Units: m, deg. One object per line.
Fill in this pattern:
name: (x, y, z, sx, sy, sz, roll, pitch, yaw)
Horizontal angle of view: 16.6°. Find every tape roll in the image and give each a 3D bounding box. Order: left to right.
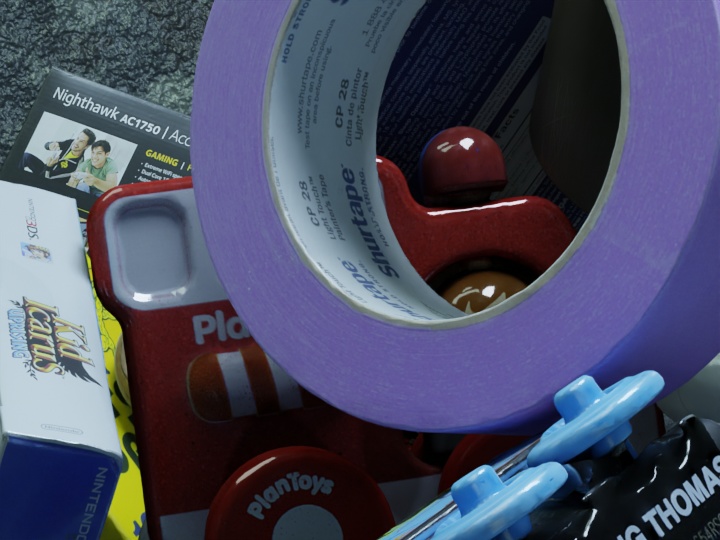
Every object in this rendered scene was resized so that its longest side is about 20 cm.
tape roll: (0.041, -0.048, 0.791, 0.199, 0.201, 0.065, -27, -18, 31)

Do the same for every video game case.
video game case: (-0.138, 0.097, 0.887, 0.045, 0.201, 0.182, 11, 26, -19)

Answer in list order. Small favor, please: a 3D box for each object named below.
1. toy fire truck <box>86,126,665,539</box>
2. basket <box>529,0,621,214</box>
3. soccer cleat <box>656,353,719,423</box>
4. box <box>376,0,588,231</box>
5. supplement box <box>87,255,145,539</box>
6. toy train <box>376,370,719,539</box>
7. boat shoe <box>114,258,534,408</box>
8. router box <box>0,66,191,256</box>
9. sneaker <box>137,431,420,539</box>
toy fire truck: (0.009, 0.037, 0.896, 0.199, 0.169, 0.112, -9, 1, -7)
basket: (0.141, -0.115, 0.879, 0.179, 0.136, 0.201, -2, -49, -28)
soccer cleat: (0.188, 0.017, 0.890, 0.199, 0.070, 0.077, -22, 30, -35)
box: (0.048, -0.077, 0.962, 0.199, 0.032, 0.121, 13, -62, -47)
supplement box: (-0.131, 0.092, 1.041, 0.109, 0.200, 0.109, -36, 0, 25)
toy train: (0.032, 0.102, 0.689, 0.200, 0.087, 0.114, -32, -3, -43)
boat shoe: (-0.009, 0.016, 0.987, 0.199, 0.072, 0.065, -13, -13, 11)
router box: (-0.081, 0.010, 1.129, 0.051, 0.199, 0.150, 66, -133, -70)
sneaker: (0.013, 0.084, 0.986, 0.201, 0.068, 0.108, -13, -7, -42)
